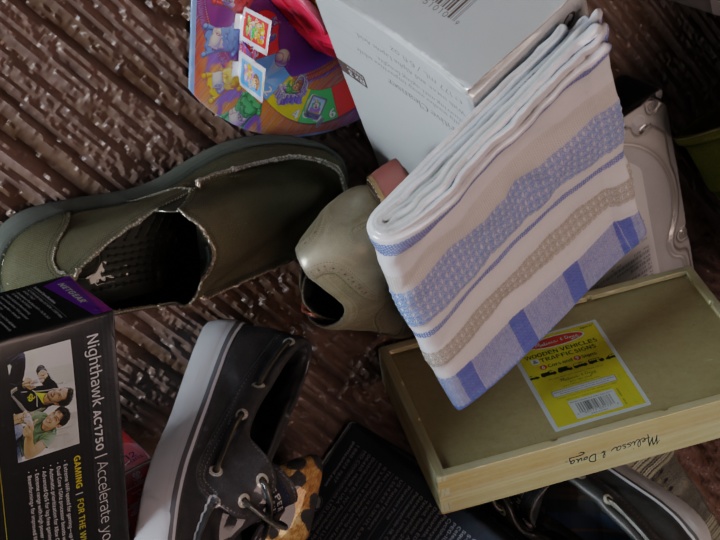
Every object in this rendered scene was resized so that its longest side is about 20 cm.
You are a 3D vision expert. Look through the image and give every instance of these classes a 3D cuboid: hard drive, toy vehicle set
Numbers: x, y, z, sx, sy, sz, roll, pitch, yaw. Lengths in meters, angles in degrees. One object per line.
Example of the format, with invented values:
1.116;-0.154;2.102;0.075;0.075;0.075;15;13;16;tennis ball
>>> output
0.144;-0.002;1.007;0.139;0.038;0.201;-33;129;-21;hard drive
0.121;0.063;0.916;0.199;0.124;0.027;-14;124;-7;toy vehicle set

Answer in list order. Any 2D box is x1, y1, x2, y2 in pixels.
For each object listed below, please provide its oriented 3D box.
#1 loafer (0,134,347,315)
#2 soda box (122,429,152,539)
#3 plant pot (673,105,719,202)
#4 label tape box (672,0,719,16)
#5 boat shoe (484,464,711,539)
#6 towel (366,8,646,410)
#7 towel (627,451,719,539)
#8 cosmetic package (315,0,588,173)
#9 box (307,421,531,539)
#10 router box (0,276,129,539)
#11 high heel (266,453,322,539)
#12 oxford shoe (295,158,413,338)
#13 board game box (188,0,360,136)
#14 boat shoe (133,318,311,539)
-0.082;-0.011;0.803;0.199;0.070;0.076;-21;123;-28;loafer
-0.194;0.147;0.794;0.199;0.070;0.064;-26;123;-25;soda box
0.320;-0.036;0.965;0.200;0.200;0.194;-28;94;-24;plant pot
0.277;-0.190;0.906;0.143;0.200;0.066;-33;126;-20;label tape box
0.106;0.123;0.927;0.057;0.199;0.069;-25;137;-52;boat shoe
0.078;-0.019;0.777;0.147;0.024;0.200;-44;150;-10;towel
0.165;0.212;1.137;0.200;0.035;0.193;-44;128;-10;towel
0.058;-0.082;0.814;0.081;0.113;0.200;-43;148;-13;cosmetic package
0.064;0.198;0.932;0.148;0.200;0.107;35;88;-42;box
-0.178;0.118;0.713;0.148;0.051;0.201;-15;117;-32;router box
-0.072;0.190;0.857;0.071;0.143;0.200;41;86;-15;high heel
0.000;0.000;0.840;0.074;0.071;0.200;-27;162;-4;oxford shoe
-0.007;-0.158;0.809;0.157;0.039;0.201;-12;119;-33;board game box
-0.062;0.105;0.803;0.201;0.066;0.070;-76;164;-48;boat shoe
